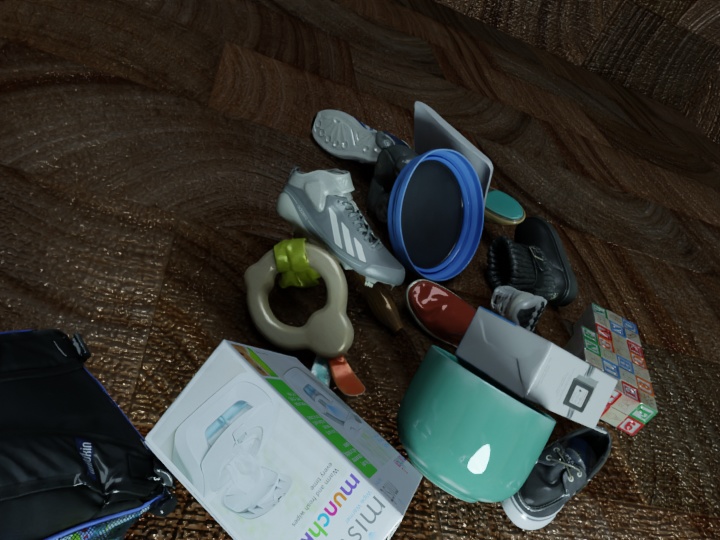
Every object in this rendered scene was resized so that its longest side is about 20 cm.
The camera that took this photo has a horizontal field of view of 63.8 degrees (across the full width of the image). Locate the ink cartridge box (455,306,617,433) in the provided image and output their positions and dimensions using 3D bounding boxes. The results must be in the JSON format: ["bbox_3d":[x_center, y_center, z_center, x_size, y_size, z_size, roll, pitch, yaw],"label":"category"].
[{"bbox_3d":[0.222,0.122,0.696,0.198,0.068,0.115,27,1,-38],"label":"ink cartridge box"}]

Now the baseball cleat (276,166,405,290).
[{"bbox_3d":[-0.015,-0.062,0.744,0.197,0.108,0.070,30,20,1],"label":"baseball cleat"}]

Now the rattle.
[{"bbox_3d":[-0.056,0.069,0.722,0.129,0.143,0.202,-34,81,-17],"label":"rattle"}]

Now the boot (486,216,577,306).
[{"bbox_3d":[0.287,-0.033,1.035,0.154,0.080,0.214,12,39,-22],"label":"boot"}]

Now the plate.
[{"bbox_3d":[0.168,-0.185,1.053,0.032,0.201,0.201,-32,61,-16],"label":"plate"}]

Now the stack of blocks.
[{"bbox_3d":[0.378,0.140,0.902,0.113,0.059,0.201,27,35,-1],"label":"stack of blocks"}]

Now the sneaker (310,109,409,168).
[{"bbox_3d":[0.012,-0.242,1.130,0.197,0.082,0.146,27,10,27],"label":"sneaker"}]

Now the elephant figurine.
[{"bbox_3d":[0.117,-0.132,1.012,0.196,0.159,0.141,8,17,-33],"label":"elephant figurine"}]

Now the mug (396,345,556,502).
[{"bbox_3d":[0.126,0.177,0.618,0.183,0.116,0.152,31,-1,-11],"label":"mug"}]

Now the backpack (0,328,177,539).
[{"bbox_3d":[-0.257,0.141,0.366,0.183,0.148,0.199,43,11,21],"label":"backpack"}]

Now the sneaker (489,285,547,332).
[{"bbox_3d":[0.227,0.059,0.858,0.080,0.076,0.199,29,5,17],"label":"sneaker"}]

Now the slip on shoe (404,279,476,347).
[{"bbox_3d":[0.147,0.077,0.805,0.199,0.062,0.074,39,67,13],"label":"slip on shoe"}]

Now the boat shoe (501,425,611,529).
[{"bbox_3d":[0.241,0.235,0.685,0.197,0.067,0.070,-8,48,-40],"label":"boat shoe"}]

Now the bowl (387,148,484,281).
[{"bbox_3d":[0.119,-0.087,0.909,0.197,0.207,0.039,-8,12,-40],"label":"bowl"}]

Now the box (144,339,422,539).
[{"bbox_3d":[-0.047,0.160,0.477,0.175,0.097,0.200,39,-4,16],"label":"box"}]

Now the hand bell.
[{"bbox_3d":[0.000,0.000,0.815,0.103,0.104,0.202,-19,67,-46],"label":"hand bell"}]

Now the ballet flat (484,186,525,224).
[{"bbox_3d":[0.238,-0.132,1.120,0.068,0.064,0.200,-28,50,-22],"label":"ballet flat"}]
